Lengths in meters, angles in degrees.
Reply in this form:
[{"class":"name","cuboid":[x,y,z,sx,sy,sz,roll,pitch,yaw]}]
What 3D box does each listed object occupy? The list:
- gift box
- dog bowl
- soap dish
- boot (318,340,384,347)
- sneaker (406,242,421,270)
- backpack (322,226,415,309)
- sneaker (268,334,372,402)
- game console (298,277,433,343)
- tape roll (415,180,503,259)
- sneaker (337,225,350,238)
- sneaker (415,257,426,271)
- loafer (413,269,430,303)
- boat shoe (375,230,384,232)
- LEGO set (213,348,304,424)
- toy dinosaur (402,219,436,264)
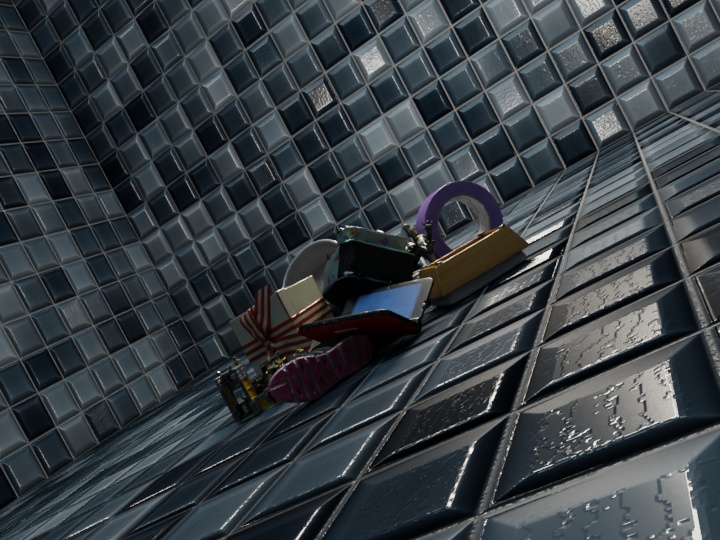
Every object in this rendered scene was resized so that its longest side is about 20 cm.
[{"class":"gift box","cuboid":[-0.163,0.122,1.668,0.199,0.187,0.186,-36,-4,31]},{"class":"dog bowl","cuboid":[-0.092,0.032,1.822,0.197,0.203,0.079,-29,-40,21]},{"class":"soap dish","cuboid":[0.212,-0.010,1.447,0.197,0.083,0.157,-29,2,-11]},{"class":"boot","cuboid":[0.017,0.117,1.512,0.199,0.078,0.155,-37,-6,28]},{"class":"sneaker","cuboid":[0.102,-0.020,1.733,0.098,0.070,0.201,-33,23,5]},{"class":"backpack","cuboid":[0.009,0.004,1.552,0.171,0.157,0.200,8,-27,-17]},{"class":"sneaker","cuboid":[-0.074,0.171,1.278,0.197,0.075,0.087,-25,0,-28]},{"class":"game console","cuboid":[0.011,0.062,1.333,0.196,0.122,0.171,-13,-24,34]},{"class":"tape roll","cuboid":[0.235,-0.105,1.777,0.197,0.203,0.085,-29,1,-11]},{"class":"sneaker","cuboid":[-0.007,-0.067,1.790,0.076,0.114,0.200,-54,-1,-13]},{"class":"sneaker","cuboid":[0.140,0.027,1.783,0.075,0.082,0.201,-28,22,17]},{"class":"loafer","cuboid":[0.154,0.027,1.596,0.197,0.073,0.063,-30,9,-6]},{"class":"boat shoe","cuboid":[0.000,0.000,1.680,0.199,0.074,0.076,-42,19,22]},{"class":"LEGO set","cuboid":[-0.194,0.205,1.486,0.198,0.118,0.153,-28,2,30]},{"class":"toy dinosaur","cuboid":[0.150,-0.052,1.673,0.046,0.202,0.089,-13,-39,-13]}]
